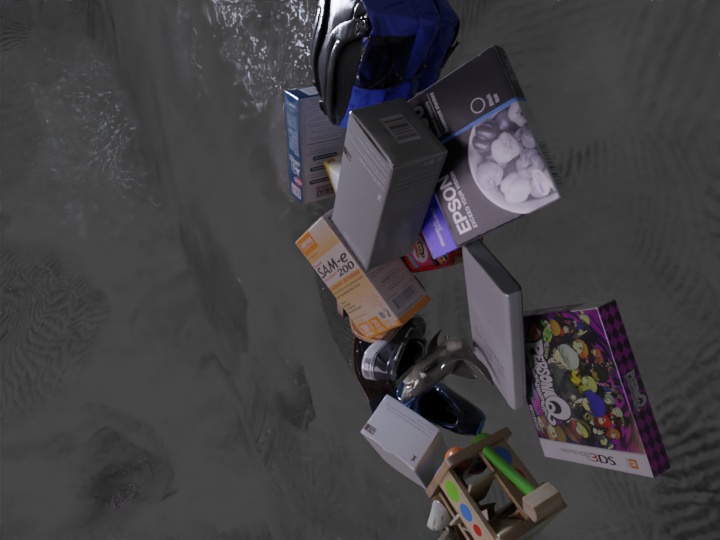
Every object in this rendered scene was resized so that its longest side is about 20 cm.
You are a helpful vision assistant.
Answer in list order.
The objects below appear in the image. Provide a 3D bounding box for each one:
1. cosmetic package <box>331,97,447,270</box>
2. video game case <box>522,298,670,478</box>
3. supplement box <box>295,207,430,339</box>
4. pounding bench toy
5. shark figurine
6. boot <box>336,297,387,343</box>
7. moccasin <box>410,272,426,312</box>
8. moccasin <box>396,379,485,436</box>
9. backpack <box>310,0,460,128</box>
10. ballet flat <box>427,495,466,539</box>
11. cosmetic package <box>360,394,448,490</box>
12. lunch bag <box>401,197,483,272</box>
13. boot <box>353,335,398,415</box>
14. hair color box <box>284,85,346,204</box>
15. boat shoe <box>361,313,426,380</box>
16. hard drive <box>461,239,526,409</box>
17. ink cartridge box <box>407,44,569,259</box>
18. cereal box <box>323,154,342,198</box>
[{"bbox_3d":[0.030,-0.105,0.783,0.107,0.090,0.200,55,151,28],"label":"cosmetic package"},{"bbox_3d":[0.268,0.142,0.753,0.181,0.036,0.201,-19,89,65],"label":"video game case"},{"bbox_3d":[0.000,0.000,0.952,0.200,0.073,0.126,53,150,-1],"label":"supplement box"},{"bbox_3d":[0.200,0.312,0.893,0.156,0.124,0.200,55,149,31],"label":"pounding bench toy"},{"bbox_3d":[0.151,0.146,0.946,0.089,0.128,0.214,37,150,-4],"label":"shark figurine"},{"bbox_3d":[0.010,0.040,1.154,0.200,0.074,0.155,32,128,46],"label":"boot"},{"bbox_3d":[0.026,0.008,1.056,0.201,0.078,0.074,40,119,23],"label":"moccasin"},{"bbox_3d":[0.123,0.218,1.028,0.200,0.068,0.081,5,76,55],"label":"moccasin"},{"bbox_3d":[0.025,-0.284,0.800,0.200,0.167,0.163,117,146,-51],"label":"backpack"},{"bbox_3d":[0.165,0.485,1.129,0.068,0.072,0.201,-15,92,63],"label":"ballet flat"},{"bbox_3d":[0.083,0.300,1.045,0.113,0.081,0.200,30,161,25],"label":"cosmetic package"},{"bbox_3d":[0.092,-0.100,0.902,0.176,0.082,0.201,-13,93,68],"label":"lunch bag"},{"bbox_3d":[0.031,0.211,1.196,0.097,0.074,0.201,75,-178,-69],"label":"boot"},{"bbox_3d":[-0.079,-0.232,1.119,0.061,0.100,0.201,42,141,46],"label":"hair color box"},{"bbox_3d":[0.075,0.122,0.981,0.068,0.200,0.072,7,107,26],"label":"boat shoe"},{"bbox_3d":[0.178,0.071,0.811,0.132,0.026,0.200,-118,12,-54],"label":"hard drive"},{"bbox_3d":[0.125,-0.137,0.755,0.200,0.043,0.199,-27,81,36],"label":"ink cartridge box"},{"bbox_3d":[0.001,-0.102,1.031,0.200,0.039,0.144,-126,14,-59],"label":"cereal box"}]
